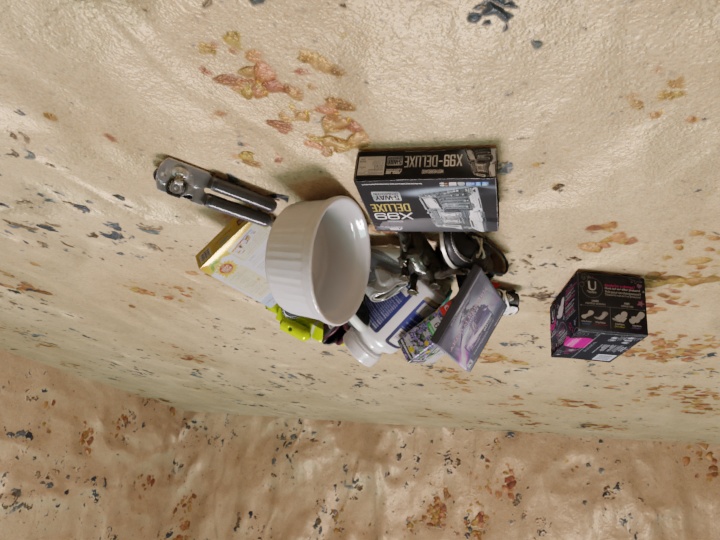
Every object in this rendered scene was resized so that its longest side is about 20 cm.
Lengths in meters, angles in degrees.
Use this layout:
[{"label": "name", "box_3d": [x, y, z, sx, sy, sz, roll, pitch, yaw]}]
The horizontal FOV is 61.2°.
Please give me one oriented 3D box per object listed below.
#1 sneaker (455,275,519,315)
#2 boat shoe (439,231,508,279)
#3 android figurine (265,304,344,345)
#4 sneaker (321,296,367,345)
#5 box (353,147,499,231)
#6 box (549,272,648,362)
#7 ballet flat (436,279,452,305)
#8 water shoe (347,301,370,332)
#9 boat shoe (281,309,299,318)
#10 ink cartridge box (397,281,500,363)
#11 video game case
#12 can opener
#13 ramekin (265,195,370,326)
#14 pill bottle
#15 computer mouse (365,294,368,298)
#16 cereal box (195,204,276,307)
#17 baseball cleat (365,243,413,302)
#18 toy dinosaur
[{"label": "sneaker", "box_3d": [0.256, 0.045, 1.214, 0.113, 0.077, 0.201, -12, 157, 14]}, {"label": "boat shoe", "box_3d": [0.193, -0.029, 1.026, 0.059, 0.076, 0.199, -7, 157, 32]}, {"label": "android figurine", "box_3d": [-0.113, 0.109, 1.376, 0.197, 0.042, 0.182, 27, -162, 7]}, {"label": "sneaker", "box_3d": [-0.072, 0.098, 1.286, 0.075, 0.118, 0.198, 28, 162, -30]}, {"label": "box", "box_3d": [0.102, -0.112, 0.886, 0.195, 0.051, 0.158, 1, 157, 14]}, {"label": "box", "box_3d": [0.457, 0.095, 1.184, 0.129, 0.117, 0.201, 4, 159, 4]}, {"label": "ballet flat", "box_3d": [0.159, 0.067, 1.310, 0.062, 0.068, 0.201, 32, 158, 15]}, {"label": "water shoe", "box_3d": [-0.068, 0.049, 1.120, 0.200, 0.072, 0.079, 44, 114, 1]}, {"label": "boat shoe", "box_3d": [-0.109, 0.044, 1.233, 0.075, 0.061, 0.201, 27, 130, -15]}, {"label": "ink cartridge box", "box_3d": [0.173, 0.096, 1.116, 0.199, 0.051, 0.108, -40, 154, 23]}, {"label": "video game case", "box_3d": [0.193, 0.090, 1.057, 0.019, 0.145, 0.200, 28, 174, 32]}, {"label": "can opener", "box_3d": [-0.235, -0.127, 0.986, 0.197, 0.054, 0.067, 19, -172, -26]}, {"label": "ramekin", "box_3d": [-0.068, -0.018, 0.984, 0.096, 0.205, 0.200, 5, 159, 28]}, {"label": "pill bottle", "box_3d": [0.060, 0.085, 1.167, 0.200, 0.112, 0.110, -47, 136, 13]}, {"label": "computer mouse", "box_3d": [0.027, 0.039, 1.286, 0.196, 0.054, 0.139, 14, 163, 18]}, {"label": "cereal box", "box_3d": [-0.184, -0.020, 1.123, 0.143, 0.040, 0.199, -41, 141, 11]}, {"label": "baseball cleat", "box_3d": [0.000, 0.000, 1.109, 0.196, 0.109, 0.070, 1, 161, 25]}, {"label": "toy dinosaur", "box_3d": [0.097, -0.026, 1.048, 0.199, 0.104, 0.076, 36, 137, -25]}]
